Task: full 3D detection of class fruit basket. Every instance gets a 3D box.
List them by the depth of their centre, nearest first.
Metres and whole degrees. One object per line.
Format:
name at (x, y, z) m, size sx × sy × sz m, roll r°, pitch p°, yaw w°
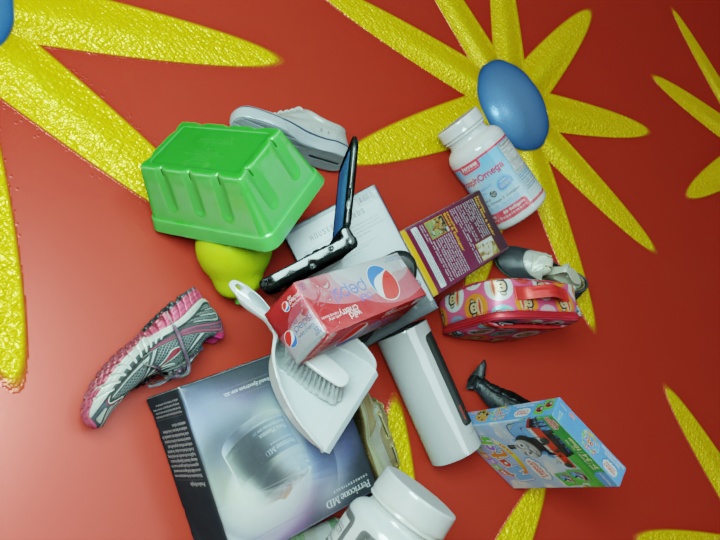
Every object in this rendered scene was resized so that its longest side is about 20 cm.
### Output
fruit basket at (-0.155, -0.068, 0.834) m, size 0.216 × 0.215 × 0.156 m, roll 42°, pitch 56°, yaw -16°

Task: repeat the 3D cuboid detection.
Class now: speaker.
speaker at (0.099, 0.177, 0.968) m, size 0.081 × 0.081 × 0.201 m, roll -22°, pitch 86°, yaw -37°

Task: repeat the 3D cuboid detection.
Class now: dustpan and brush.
dustpan and brush at (-0.073, 0.087, 0.742) m, size 0.200 × 0.057 × 0.140 m, roll 38°, pitch 47°, yaw 0°

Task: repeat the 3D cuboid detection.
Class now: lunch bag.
lunch bag at (0.242, 0.057, 1.045) m, size 0.199 × 0.176 × 0.082 m, roll 4°, pitch 71°, yaw -33°

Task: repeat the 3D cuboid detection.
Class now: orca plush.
orca plush at (0.268, 0.216, 1.060) m, size 0.200 × 0.071 × 0.105 m, roll 48°, pitch 33°, yaw 7°

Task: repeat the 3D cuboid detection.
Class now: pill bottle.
pill bottle at (0.010, 0.327, 0.738) m, size 0.114 × 0.114 × 0.200 m, roll 38°, pitch 85°, yaw -18°
pill bottle at (0.225, -0.178, 1.157) m, size 0.200 × 0.109 × 0.109 m, roll 52°, pitch 53°, yaw -8°

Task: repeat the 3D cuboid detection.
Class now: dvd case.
dvd case at (0.000, 0.000, 0.949) m, size 0.150 × 0.025 × 0.200 m, roll -27°, pitch 90°, yaw -5°

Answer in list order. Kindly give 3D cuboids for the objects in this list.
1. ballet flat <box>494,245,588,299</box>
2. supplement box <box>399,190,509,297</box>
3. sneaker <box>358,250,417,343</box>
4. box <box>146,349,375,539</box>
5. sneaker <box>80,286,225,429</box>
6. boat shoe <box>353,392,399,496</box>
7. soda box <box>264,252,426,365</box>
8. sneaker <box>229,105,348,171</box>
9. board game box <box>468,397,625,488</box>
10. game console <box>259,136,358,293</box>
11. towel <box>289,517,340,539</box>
ballet flat at (0.334, 0.000, 1.196) m, size 0.200 × 0.073 × 0.073 m, roll 25°, pitch 61°, yaw -25°
supplement box at (0.128, -0.035, 1.055) m, size 0.200 × 0.086 × 0.111 m, roll -28°, pitch 91°, yaw -37°
sneaker at (0.014, 0.052, 0.884) m, size 0.076 × 0.088 × 0.200 m, roll 43°, pitch 77°, yaw -4°
box at (-0.113, 0.206, 0.786) m, size 0.200 × 0.123 × 0.199 m, roll -17°, pitch 86°, yaw -37°
sneaker at (-0.234, 0.104, 0.764) m, size 0.075 × 0.081 × 0.200 m, roll 50°, pitch 53°, yaw -12°
boat shoe at (0.002, 0.204, 0.884) m, size 0.066 × 0.074 × 0.201 m, roll -37°, pitch 120°, yaw -47°
soda box at (-0.011, 0.038, 0.764) m, size 0.200 × 0.063 × 0.070 m, roll -17°, pitch 68°, yaw -53°
sneaker at (-0.103, -0.204, 0.974) m, size 0.200 × 0.073 × 0.071 m, roll 15°, pitch 57°, yaw -40°
board game box at (0.254, 0.257, 0.969) m, size 0.151 × 0.200 × 0.037 m, roll 45°, pitch 56°, yaw -13°
game console at (-0.065, -0.059, 0.830) m, size 0.175 × 0.200 × 0.117 m, roll -28°, pitch 90°, yaw -7°
towel at (-0.100, 0.388, 0.777) m, size 0.199 × 0.031 × 0.150 m, roll -7°, pitch 90°, yaw -34°
